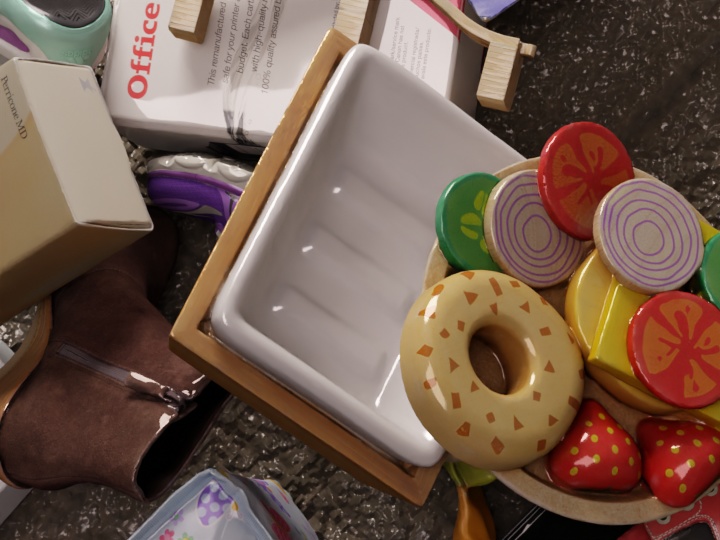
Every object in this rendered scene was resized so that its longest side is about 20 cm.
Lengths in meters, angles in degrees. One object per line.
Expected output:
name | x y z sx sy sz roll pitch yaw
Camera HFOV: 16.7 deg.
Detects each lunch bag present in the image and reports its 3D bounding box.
lunch bag | -0.101 0.210 1.305 0.200 0.170 0.127 -39 78 1

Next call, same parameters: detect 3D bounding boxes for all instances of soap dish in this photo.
soap dish | 0.000 0.000 1.261 0.157 0.081 0.201 35 61 -15

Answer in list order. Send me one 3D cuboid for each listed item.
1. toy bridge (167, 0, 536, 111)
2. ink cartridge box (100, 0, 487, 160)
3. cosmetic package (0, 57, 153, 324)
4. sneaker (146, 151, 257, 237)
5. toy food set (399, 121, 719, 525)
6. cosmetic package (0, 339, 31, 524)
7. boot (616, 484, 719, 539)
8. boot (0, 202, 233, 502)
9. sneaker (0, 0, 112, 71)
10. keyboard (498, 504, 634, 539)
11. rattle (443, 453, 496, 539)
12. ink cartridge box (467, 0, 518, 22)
toy bridge | -0.001 -0.138 1.320 0.198 0.027 0.068 13 83 13
ink cartridge box | -0.033 -0.136 1.384 0.198 0.084 0.146 7 83 13
cosmetic package | -0.220 -0.023 1.335 0.199 0.071 0.106 -32 74 27
sneaker | -0.039 -0.005 1.369 0.199 0.081 0.084 29 95 12
toy food set | 0.119 0.027 1.230 0.199 0.049 0.199 25 64 -12
cosmetic package | -0.280 0.112 1.421 0.151 0.052 0.200 43 92 13
boot | 0.196 0.086 1.289 0.143 0.072 0.202 -10 81 -6
boot | -0.116 0.044 1.328 0.166 0.073 0.200 5 48 42
sneaker | -0.208 -0.134 1.430 0.077 0.141 0.200 -1 36 -23
keyboard | 0.085 0.189 1.320 0.200 0.040 0.104 -45 114 1
rattle | 0.126 0.081 1.326 0.199 0.130 0.144 -26 87 -19
ink cartridge box | 0.087 -0.270 1.317 0.199 0.041 0.201 -36 78 3
